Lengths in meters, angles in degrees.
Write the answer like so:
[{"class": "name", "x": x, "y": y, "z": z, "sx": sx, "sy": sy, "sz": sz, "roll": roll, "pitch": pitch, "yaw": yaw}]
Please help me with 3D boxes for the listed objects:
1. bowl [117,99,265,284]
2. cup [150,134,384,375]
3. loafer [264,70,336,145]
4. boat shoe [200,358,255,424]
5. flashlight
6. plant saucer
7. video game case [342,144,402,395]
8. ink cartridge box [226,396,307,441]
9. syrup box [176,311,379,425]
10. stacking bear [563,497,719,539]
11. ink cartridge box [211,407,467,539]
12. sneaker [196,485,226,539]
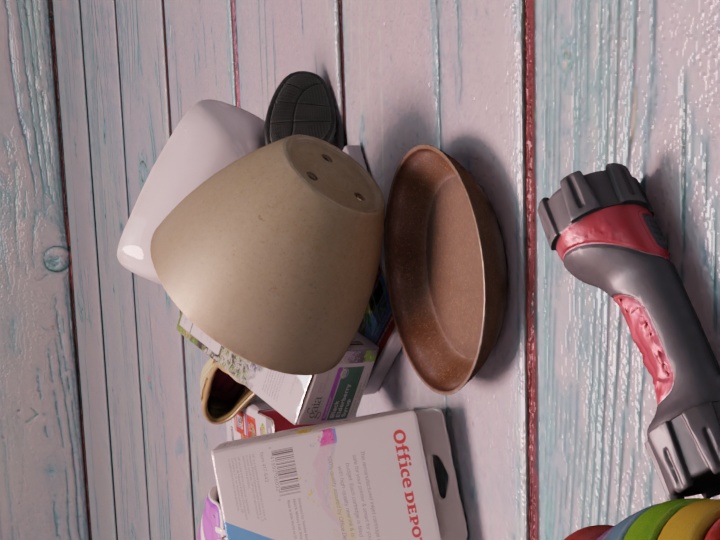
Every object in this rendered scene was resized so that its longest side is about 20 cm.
[{"class": "bowl", "x": -0.133, "y": -0.060, "z": 1.392, "sx": 0.075, "sy": 0.200, "sz": 0.200, "roll": 29, "pitch": 94, "yaw": 31}, {"class": "cup", "x": -0.060, "y": -0.031, "z": 1.165, "sx": 0.143, "sy": 0.200, "sz": 0.200, "roll": -54, "pitch": 40, "yaw": 27}, {"class": "loafer", "x": -0.062, "y": -0.103, "z": 1.347, "sx": 0.063, "sy": 0.072, "sz": 0.200, "roll": 106, "pitch": 165, "yaw": -60}, {"class": "boat shoe", "x": -0.118, "y": 0.095, "z": 1.439, "sx": 0.200, "sy": 0.074, "sz": 0.067, "roll": 121, "pitch": 159, "yaw": -44}, {"class": "flashlight", "x": 0.165, "y": 0.036, "z": 0.790, "sx": 0.068, "sy": 0.068, "sz": 0.200, "roll": 99, "pitch": 157, "yaw": -61}, {"class": "plant saucer", "x": 0.071, "y": -0.002, "z": 1.086, "sx": 0.200, "sy": 0.037, "sz": 0.201, "roll": 175, "pitch": 90, "yaw": -71}, {"class": "video game case", "x": 0.000, "y": 0.000, "z": 1.310, "sx": 0.143, "sy": 0.017, "sz": 0.200, "roll": 115, "pitch": 144, "yaw": -55}, {"class": "ink cartridge box", "x": -0.084, "y": 0.240, "z": 1.512, "sx": 0.176, "sy": 0.084, "sz": 0.201, "roll": -165, "pitch": 70, "yaw": -67}, {"class": "syrup box", "x": -0.082, "y": 0.066, "z": 1.299, "sx": 0.200, "sy": 0.081, "sz": 0.079, "roll": 32, "pitch": 111, "yaw": 39}, {"class": "stacking bear", "x": 0.192, "y": 0.170, "z": 0.700, "sx": 0.114, "sy": 0.121, "sz": 0.200, "roll": 59, "pitch": 145, "yaw": 2}, {"class": "ink cartridge box", "x": -0.016, "y": 0.195, "z": 1.170, "sx": 0.125, "sy": 0.199, "sz": 0.129, "roll": 118, "pitch": 142, "yaw": -85}, {"class": "sneaker", "x": -0.136, "y": 0.314, "z": 1.460, "sx": 0.201, "sy": 0.072, "sz": 0.115, "roll": -124, "pitch": 37, "yaw": -49}]
